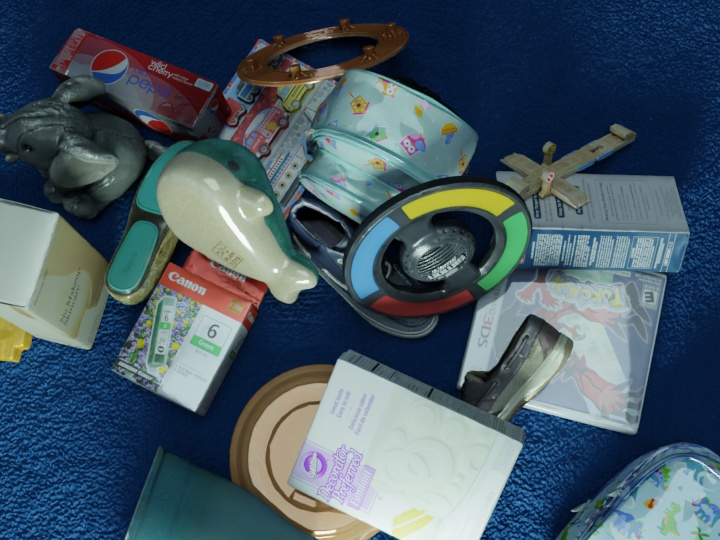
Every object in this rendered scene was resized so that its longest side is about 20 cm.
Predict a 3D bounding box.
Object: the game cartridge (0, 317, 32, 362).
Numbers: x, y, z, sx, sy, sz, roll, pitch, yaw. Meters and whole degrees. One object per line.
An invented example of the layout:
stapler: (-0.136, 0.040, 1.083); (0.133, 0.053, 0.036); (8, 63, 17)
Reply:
game cartridge: (-0.466, 0.010, 1.119); (0.199, 0.032, 0.177); (4, 76, 4)

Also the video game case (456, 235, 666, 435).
video game case: (0.223, 0.068, 1.080); (0.199, 0.023, 0.183); (14, 77, 6)

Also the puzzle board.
puzzle board: (-0.111, -0.162, 1.157); (0.150, 0.017, 0.201); (30, 79, 10)

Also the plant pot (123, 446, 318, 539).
plant pot: (-0.145, 0.298, 0.958); (0.187, 0.200, 0.201); (20, 77, -8)

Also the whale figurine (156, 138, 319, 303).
whale figurine: (-0.120, -0.057, 1.046); (0.200, 0.159, 0.104); (42, 55, -7)

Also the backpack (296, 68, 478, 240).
backpack: (0.027, -0.123, 1.033); (0.175, 0.200, 0.154); (29, 78, -6)

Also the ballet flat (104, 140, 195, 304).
ballet flat: (-0.229, -0.052, 1.108); (0.070, 0.071, 0.201); (20, 74, 7)

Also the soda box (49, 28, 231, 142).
soda box: (-0.255, -0.211, 1.139); (0.199, 0.070, 0.064); (24, 76, 13)

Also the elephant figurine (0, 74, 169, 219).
elephant figurine: (-0.321, -0.142, 1.065); (0.141, 0.200, 0.155); (35, 79, 11)

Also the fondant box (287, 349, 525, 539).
fondant box: (0.045, 0.188, 0.983); (0.199, 0.058, 0.145); (24, 100, 9)

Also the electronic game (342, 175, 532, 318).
electronic game: (0.079, -0.019, 0.988); (0.199, 0.200, 0.042); (-18, 51, -2)

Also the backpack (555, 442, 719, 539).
backpack: (0.299, 0.268, 0.976); (0.163, 0.154, 0.200); (42, 68, 18)

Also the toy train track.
toy train track: (0.234, -0.128, 1.084); (0.199, 0.033, 0.115); (-27, 47, -29)

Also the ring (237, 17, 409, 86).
ring: (-0.044, -0.251, 1.104); (0.199, 0.201, 0.019); (-13, 117, -1)

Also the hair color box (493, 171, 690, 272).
hair color box: (0.247, -0.054, 1.072); (0.199, 0.061, 0.100); (2, 42, 3)

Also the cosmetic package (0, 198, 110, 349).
cosmetic package: (-0.330, 0.010, 1.026); (0.071, 0.200, 0.106); (12, 77, 5)

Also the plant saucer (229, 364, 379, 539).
plant saucer: (-0.043, 0.200, 1.053); (0.199, 0.032, 0.201); (-1, 76, 3)

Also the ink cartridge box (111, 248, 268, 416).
ink cartridge box: (-0.178, 0.048, 1.087); (0.109, 0.050, 0.201); (25, 78, 9)

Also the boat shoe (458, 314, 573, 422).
boat shoe: (0.135, 0.129, 1.023); (0.065, 0.072, 0.200); (43, 104, 2)

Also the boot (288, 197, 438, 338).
boot: (0.000, 0.000, 1.072); (0.200, 0.090, 0.073); (35, 79, 10)
